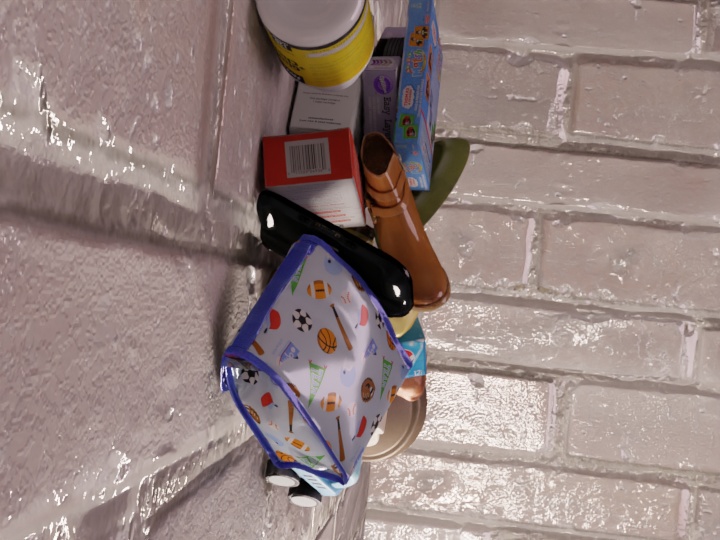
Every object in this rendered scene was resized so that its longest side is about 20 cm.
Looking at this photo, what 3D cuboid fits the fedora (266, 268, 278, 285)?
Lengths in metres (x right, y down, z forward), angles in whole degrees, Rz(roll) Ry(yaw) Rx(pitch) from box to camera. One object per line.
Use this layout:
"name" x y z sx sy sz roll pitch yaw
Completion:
"fedora" -0.072 0.057 1.253 0.201 0.081 0.204 -2 90 -80

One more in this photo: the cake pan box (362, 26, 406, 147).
"cake pan box" 0.043 -0.213 1.390 0.185 0.052 0.202 -71 161 -60

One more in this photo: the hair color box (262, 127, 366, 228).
"hair color box" -0.050 -0.100 1.200 0.200 0.100 0.062 75 10 -76

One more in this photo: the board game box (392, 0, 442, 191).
"board game box" 0.077 -0.226 1.341 0.151 0.036 0.203 63 33 -69

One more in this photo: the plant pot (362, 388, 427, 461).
"plant pot" -0.013 0.212 1.631 0.174 0.198 0.203 -1 97 -66

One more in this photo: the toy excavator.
"toy excavator" -0.030 0.221 1.324 0.195 0.198 0.101 52 38 -46

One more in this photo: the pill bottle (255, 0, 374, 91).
"pill bottle" -0.042 -0.259 1.092 0.200 0.110 0.114 60 36 -80

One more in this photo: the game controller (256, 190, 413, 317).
"game controller" -0.029 -0.018 1.110 0.042 0.198 0.105 -50 158 -31

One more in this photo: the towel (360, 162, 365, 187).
"towel" -0.022 -0.126 1.485 0.200 0.021 0.148 134 -31 -58

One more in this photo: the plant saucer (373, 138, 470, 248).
"plant saucer" 0.078 -0.114 1.464 0.200 0.031 0.201 -49 -164 19

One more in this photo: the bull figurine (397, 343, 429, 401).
"bull figurine" 0.025 0.123 1.547 0.065 0.199 0.123 -7 -120 50

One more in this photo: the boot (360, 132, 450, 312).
"boot" 0.045 -0.059 1.250 0.156 0.073 0.201 75 -9 -45

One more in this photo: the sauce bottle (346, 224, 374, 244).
"sauce bottle" -0.037 0.023 1.520 0.066 0.065 0.202 42 68 -83

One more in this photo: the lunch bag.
"lunch bag" -0.055 0.088 1.066 0.171 0.123 0.201 -60 139 -34

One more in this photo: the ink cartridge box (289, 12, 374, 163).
"ink cartridge box" -0.033 -0.223 1.356 0.147 0.082 0.202 86 12 -61

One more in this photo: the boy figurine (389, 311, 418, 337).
"boy figurine" 0.000 0.000 1.345 0.064 0.200 0.125 -39 155 -6

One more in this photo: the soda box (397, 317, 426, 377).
"soda box" 0.036 0.060 1.413 0.201 0.067 0.065 -107 -170 -54
